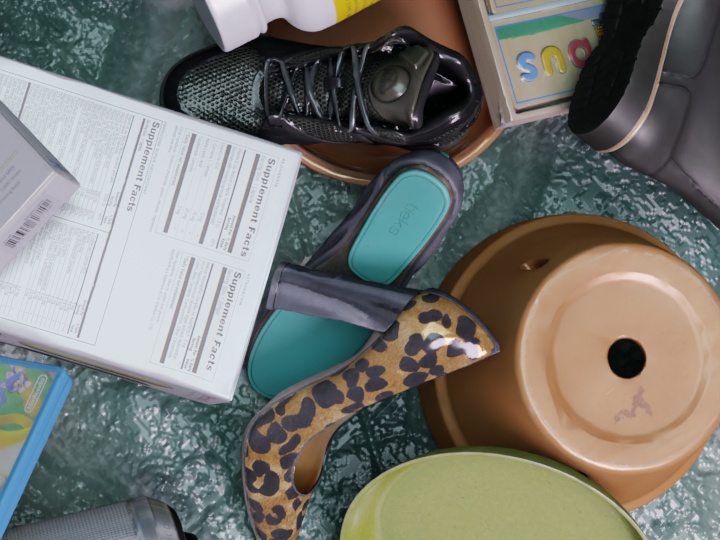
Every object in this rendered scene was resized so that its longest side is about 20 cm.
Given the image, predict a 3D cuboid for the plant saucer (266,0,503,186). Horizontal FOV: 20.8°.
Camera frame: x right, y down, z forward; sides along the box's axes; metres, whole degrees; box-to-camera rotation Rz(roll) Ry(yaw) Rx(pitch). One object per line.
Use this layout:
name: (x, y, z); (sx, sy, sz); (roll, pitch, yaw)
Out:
plant saucer: (0.012, -0.151, 1.265); (0.199, 0.037, 0.201); (1, 86, -10)

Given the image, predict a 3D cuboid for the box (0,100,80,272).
box: (-0.266, -0.062, 1.069); (0.144, 0.036, 0.200); (-47, 68, 3)

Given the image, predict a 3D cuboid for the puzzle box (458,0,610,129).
puzzle box: (0.157, -0.175, 1.274); (0.199, 0.025, 0.134); (-16, 88, -26)

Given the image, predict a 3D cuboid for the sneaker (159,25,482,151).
sneaker: (-0.020, -0.111, 1.181); (0.198, 0.114, 0.077); (4, 82, -8)

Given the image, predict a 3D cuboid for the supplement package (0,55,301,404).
supplement package: (-0.157, -0.020, 1.163); (0.199, 0.152, 0.152); (17, 83, -8)

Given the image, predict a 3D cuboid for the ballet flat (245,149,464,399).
ballet flat: (0.000, 0.000, 1.222); (0.073, 0.073, 0.200); (36, 116, -5)

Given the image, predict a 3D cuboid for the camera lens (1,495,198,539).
camera lens: (-0.181, 0.226, 1.133); (0.199, 0.160, 0.161); (-12, 87, -11)

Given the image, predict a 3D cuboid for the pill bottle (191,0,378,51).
pill bottle: (-0.012, -0.211, 1.168); (0.199, 0.111, 0.112); (-29, 90, -6)

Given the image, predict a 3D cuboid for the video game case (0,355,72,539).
video game case: (-0.280, 0.103, 1.126); (0.199, 0.018, 0.144); (9, 58, 21)

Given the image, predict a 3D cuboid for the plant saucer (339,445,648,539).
plant saucer: (0.087, 0.174, 1.193); (0.199, 0.200, 0.031); (27, 41, -6)

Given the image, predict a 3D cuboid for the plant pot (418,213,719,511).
plant pot: (0.146, 0.057, 1.217); (0.199, 0.140, 0.201); (1, 84, -10)

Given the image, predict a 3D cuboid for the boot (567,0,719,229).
boot: (0.223, -0.136, 1.254); (0.138, 0.077, 0.201); (34, 76, -26)

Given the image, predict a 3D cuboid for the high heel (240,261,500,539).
high heel: (0.004, 0.102, 1.186); (0.142, 0.071, 0.201); (13, 109, 15)
